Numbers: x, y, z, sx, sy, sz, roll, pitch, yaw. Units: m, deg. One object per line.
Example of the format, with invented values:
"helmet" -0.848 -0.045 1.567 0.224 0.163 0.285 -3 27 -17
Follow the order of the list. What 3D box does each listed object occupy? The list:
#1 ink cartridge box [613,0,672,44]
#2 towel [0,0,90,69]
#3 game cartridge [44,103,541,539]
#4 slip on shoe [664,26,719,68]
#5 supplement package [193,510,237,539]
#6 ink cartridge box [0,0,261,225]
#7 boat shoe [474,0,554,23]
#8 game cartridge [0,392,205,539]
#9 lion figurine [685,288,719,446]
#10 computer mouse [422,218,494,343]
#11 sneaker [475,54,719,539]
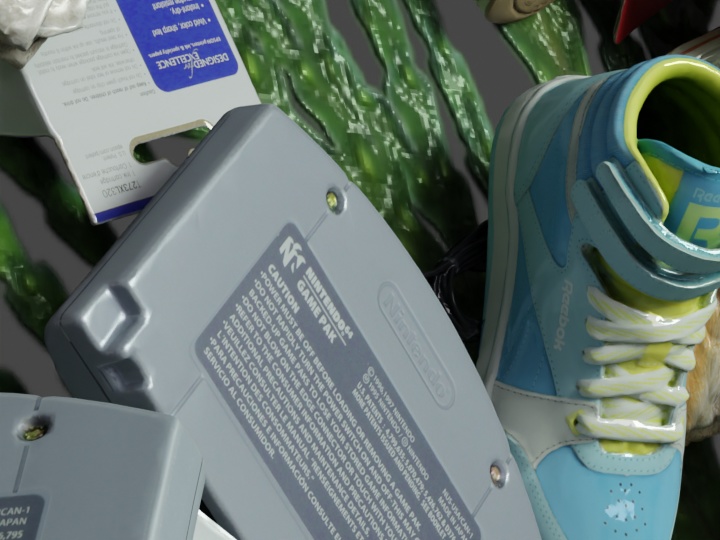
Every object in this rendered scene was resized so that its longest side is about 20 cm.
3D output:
"ink cartridge box" 0.200 -0.179 1.122 0.084 0.176 0.200 30 38 20
"towel" -0.148 -0.169 0.879 0.199 0.034 0.133 35 65 -8
"game cartridge" -0.013 0.054 0.895 0.133 0.041 0.201 -50 119 -38
"slip on shoe" 0.185 -0.088 1.163 0.199 0.061 0.075 -23 122 -35
"supplement package" -0.063 0.170 0.770 0.200 0.111 0.156 40 48 -19
"ink cartridge box" -0.104 -0.110 0.931 0.094 0.037 0.201 -19 80 -45
"boat shoe" 0.092 -0.166 1.113 0.065 0.072 0.200 45 49 4
"game cartridge" -0.139 0.091 0.690 0.134 0.198 0.042 -78 156 -48
"lion figurine" 0.171 -0.014 1.079 0.199 0.072 0.123 -25 125 -43
"computer mouse" 0.000 0.000 0.974 0.199 0.034 0.059 2 83 -49
"sneaker" 0.096 0.019 0.949 0.079 0.130 0.202 1 80 -23
